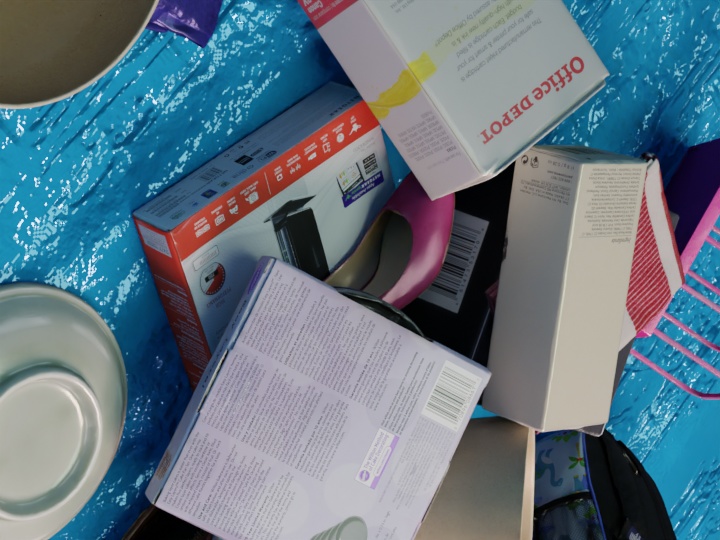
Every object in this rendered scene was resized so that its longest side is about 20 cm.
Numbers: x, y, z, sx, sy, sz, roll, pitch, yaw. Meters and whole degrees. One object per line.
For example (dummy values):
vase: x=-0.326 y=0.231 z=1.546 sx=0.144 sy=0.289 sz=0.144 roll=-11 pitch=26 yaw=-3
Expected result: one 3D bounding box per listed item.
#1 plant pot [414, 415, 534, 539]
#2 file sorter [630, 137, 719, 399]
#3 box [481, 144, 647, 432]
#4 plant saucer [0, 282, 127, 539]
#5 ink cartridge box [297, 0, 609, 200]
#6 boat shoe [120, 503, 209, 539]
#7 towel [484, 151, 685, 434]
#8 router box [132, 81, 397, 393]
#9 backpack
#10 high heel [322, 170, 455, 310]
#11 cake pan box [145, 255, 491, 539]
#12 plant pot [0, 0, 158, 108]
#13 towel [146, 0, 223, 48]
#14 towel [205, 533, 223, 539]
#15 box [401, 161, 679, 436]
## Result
plant pot: x=0.029 y=0.198 z=1.428 sx=0.187 sy=0.198 sz=0.190 roll=3 pitch=90 yaw=-83
file sorter: x=0.317 y=0.000 z=1.650 sx=0.125 sy=0.139 sz=0.201 roll=33 pitch=81 yaw=-9
box: x=0.149 y=0.012 z=1.375 sx=0.082 sy=0.068 sz=0.202 roll=-1 pitch=104 yaw=-43
plant saucer: x=-0.229 y=0.111 z=1.260 sx=0.199 sy=0.050 sz=0.202 roll=-19 pitch=119 yaw=-39
ink cartridge box: x=0.062 y=-0.174 z=1.344 sx=0.145 sy=0.083 sz=0.201 roll=-38 pitch=97 yaw=-28
boat shoe: x=-0.098 y=0.165 z=1.372 sx=0.200 sy=0.070 sz=0.070 roll=-47 pitch=146 yaw=-8
towel: x=0.184 y=0.017 z=1.478 sx=0.200 sy=0.023 sz=0.145 roll=-41 pitch=131 yaw=-26
router box: x=-0.056 y=-0.012 z=1.380 sx=0.199 sy=0.049 sz=0.181 roll=-37 pitch=128 yaw=-28
backpack: x=0.192 y=0.243 z=1.631 sx=0.146 sy=0.201 sz=0.183 roll=-24 pitch=140 yaw=19
high heel: x=0.000 y=0.000 z=1.358 sx=0.096 sy=0.067 sz=0.202 roll=25 pitch=86 yaw=-43
cake pan box: x=-0.028 y=0.110 z=1.310 sx=0.183 sy=0.052 sz=0.202 roll=26 pitch=87 yaw=-16
plant pot: x=-0.224 y=-0.207 z=1.079 sx=0.199 sy=0.134 sz=0.202 roll=-19 pitch=119 yaw=-38
towel: x=-0.124 y=-0.261 z=1.223 sx=0.147 sy=0.049 sz=0.202 roll=20 pitch=91 yaw=-53
towel: x=-0.061 y=0.285 z=1.339 sx=0.200 sy=0.022 sz=0.147 roll=47 pitch=48 yaw=-25
box: x=0.134 y=0.011 z=1.525 sx=0.199 sy=0.117 sz=0.198 roll=18 pitch=93 yaw=-45
